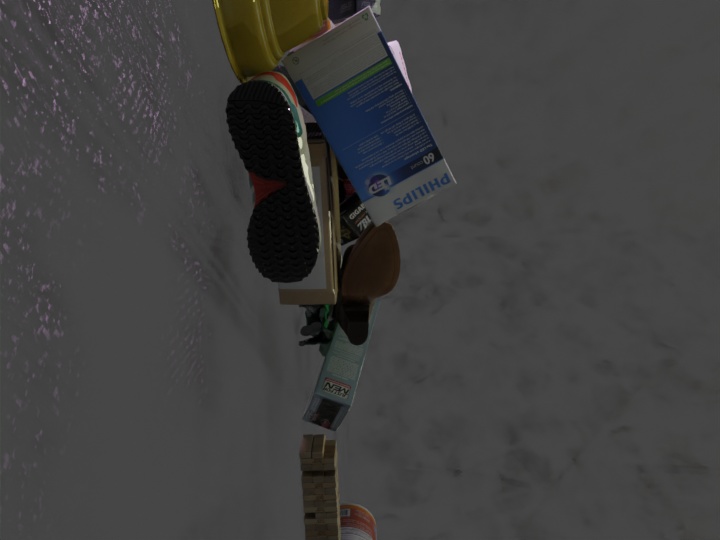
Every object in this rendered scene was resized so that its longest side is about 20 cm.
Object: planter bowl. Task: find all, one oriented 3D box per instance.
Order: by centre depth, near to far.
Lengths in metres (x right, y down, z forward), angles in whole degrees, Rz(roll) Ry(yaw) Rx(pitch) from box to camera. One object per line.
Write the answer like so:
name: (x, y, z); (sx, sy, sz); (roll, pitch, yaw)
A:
planter bowl: (-0.072, -0.268, 0.477); (0.200, 0.083, 0.201); (-1, 90, -89)

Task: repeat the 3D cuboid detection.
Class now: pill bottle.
pill bottle: (-0.024, 0.526, 0.977); (0.200, 0.112, 0.112); (-87, 175, -78)

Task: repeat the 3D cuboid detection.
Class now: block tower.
block tower: (-0.061, 0.360, 0.842); (0.058, 0.054, 0.200); (-85, 173, -77)

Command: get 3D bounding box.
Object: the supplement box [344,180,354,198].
supplement box: (-0.048, -0.179, 1.121); (0.061, 0.109, 0.200); (-92, 180, -55)

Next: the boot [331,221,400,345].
boot: (0.000, 0.000, 0.749); (0.146, 0.070, 0.200); (-101, -156, -62)

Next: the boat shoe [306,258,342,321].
boat shoe: (-0.066, 0.008, 0.906); (0.200, 0.072, 0.069); (85, -10, -51)

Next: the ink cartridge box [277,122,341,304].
ink cartridge box: (-0.067, -0.079, 0.695); (0.165, 0.075, 0.200); (-86, 175, -68)

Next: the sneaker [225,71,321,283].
sneaker: (-0.071, -0.086, 0.508); (0.093, 0.070, 0.200); (-80, 167, -56)

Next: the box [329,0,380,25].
box: (-0.043, -0.472, 0.859); (0.200, 0.051, 0.158); (21, -64, 54)

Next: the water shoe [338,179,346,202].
water shoe: (-0.063, -0.123, 0.923); (0.200, 0.079, 0.072); (-88, 176, -81)

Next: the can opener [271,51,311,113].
can opener: (-0.023, -0.187, 0.663); (0.053, 0.200, 0.066); (-50, 176, -15)

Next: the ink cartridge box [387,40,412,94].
ink cartridge box: (0.023, -0.239, 0.782); (0.200, 0.084, 0.146); (-67, 143, -61)

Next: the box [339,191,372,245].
box: (0.013, -0.117, 0.901); (0.050, 0.199, 0.200); (49, -20, -9)

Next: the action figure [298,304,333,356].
action figure: (-0.070, 0.081, 0.845); (0.200, 0.055, 0.118); (100, -13, -78)

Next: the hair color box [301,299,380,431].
hair color box: (-0.029, 0.140, 0.868); (0.099, 0.061, 0.200); (113, -3, -49)

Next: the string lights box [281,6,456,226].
string lights box: (0.012, -0.161, 0.586); (0.200, 0.103, 0.059); (59, 10, -20)

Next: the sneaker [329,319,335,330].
sneaker: (-0.013, 0.049, 1.004); (0.083, 0.072, 0.200); (-40, 152, -63)

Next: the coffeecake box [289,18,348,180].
coffeecake box: (-0.041, -0.263, 0.859); (0.153, 0.073, 0.200); (12, 69, -69)
